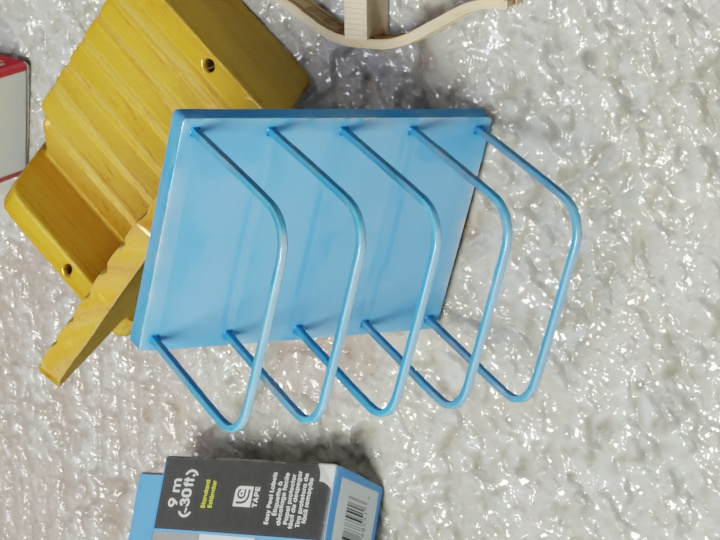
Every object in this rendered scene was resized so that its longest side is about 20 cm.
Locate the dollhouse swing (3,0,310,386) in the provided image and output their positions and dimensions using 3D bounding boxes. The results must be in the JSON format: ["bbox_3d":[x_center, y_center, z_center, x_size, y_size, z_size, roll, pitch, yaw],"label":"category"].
[{"bbox_3d":[-0.157,-0.063,1.120,0.182,0.176,0.200,47,125,11],"label":"dollhouse swing"}]

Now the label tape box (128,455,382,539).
[{"bbox_3d":[-0.094,0.197,1.189,0.199,0.063,0.145,-1,71,32],"label":"label tape box"}]

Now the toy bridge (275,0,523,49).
[{"bbox_3d":[0.002,-0.164,1.075,0.199,0.027,0.068,10,111,31],"label":"toy bridge"}]

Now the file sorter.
[{"bbox_3d":[0.000,0.000,1.002,0.123,0.199,0.139,43,128,48],"label":"file sorter"}]

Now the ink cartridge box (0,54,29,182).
[{"bbox_3d":[-0.343,-0.109,1.243,0.199,0.146,0.083,17,116,28],"label":"ink cartridge box"}]
